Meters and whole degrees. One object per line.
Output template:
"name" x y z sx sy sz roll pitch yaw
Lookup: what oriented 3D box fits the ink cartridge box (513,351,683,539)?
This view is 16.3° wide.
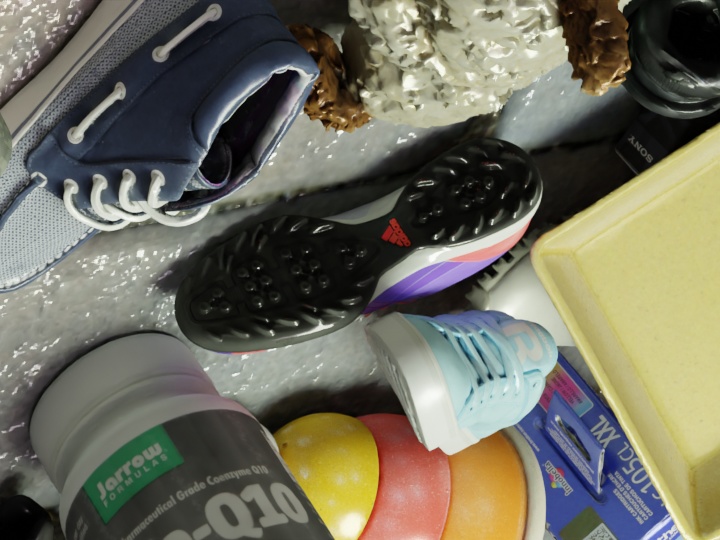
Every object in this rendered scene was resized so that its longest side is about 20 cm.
"ink cartridge box" 0.145 0.136 1.491 0.076 0.137 0.200 -41 147 4

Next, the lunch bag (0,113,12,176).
"lunch bag" -0.248 -0.069 0.885 0.200 0.139 0.168 -33 131 -7

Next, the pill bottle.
"pill bottle" -0.077 0.133 1.223 0.113 0.200 0.113 -25 145 -18

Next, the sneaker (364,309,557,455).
"sneaker" 0.056 0.044 1.276 0.082 0.074 0.200 -30 172 4

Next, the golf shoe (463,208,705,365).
"golf shoe" 0.151 0.017 1.389 0.199 0.097 0.078 -16 144 -26

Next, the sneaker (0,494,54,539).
"sneaker" -0.235 0.154 1.234 0.200 0.076 0.091 -13 135 -47

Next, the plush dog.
"plush dog" 0.054 -0.123 1.103 0.199 0.161 0.172 -22 168 -22

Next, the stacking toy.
"stacking toy" -0.010 0.121 1.371 0.200 0.146 0.146 26 114 -34

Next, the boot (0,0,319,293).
"boot" -0.104 -0.045 1.078 0.073 0.090 0.200 12 123 -49

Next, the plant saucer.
"plant saucer" 0.208 0.014 1.348 0.200 0.048 0.200 -32 107 -7

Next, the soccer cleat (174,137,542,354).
"soccer cleat" 0.000 0.000 1.260 0.199 0.068 0.073 -25 156 -18

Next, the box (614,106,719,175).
"box" 0.242 -0.125 1.353 0.143 0.036 0.200 3 131 -45

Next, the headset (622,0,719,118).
"headset" 0.183 -0.110 1.231 0.199 0.094 0.123 13 152 -32
